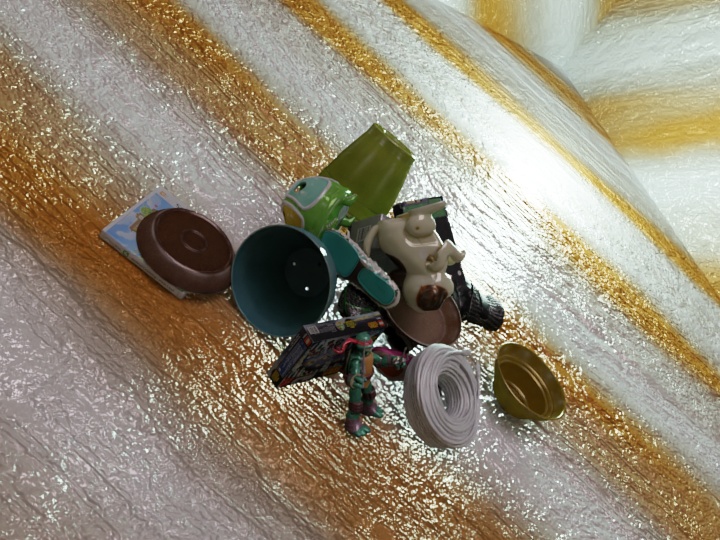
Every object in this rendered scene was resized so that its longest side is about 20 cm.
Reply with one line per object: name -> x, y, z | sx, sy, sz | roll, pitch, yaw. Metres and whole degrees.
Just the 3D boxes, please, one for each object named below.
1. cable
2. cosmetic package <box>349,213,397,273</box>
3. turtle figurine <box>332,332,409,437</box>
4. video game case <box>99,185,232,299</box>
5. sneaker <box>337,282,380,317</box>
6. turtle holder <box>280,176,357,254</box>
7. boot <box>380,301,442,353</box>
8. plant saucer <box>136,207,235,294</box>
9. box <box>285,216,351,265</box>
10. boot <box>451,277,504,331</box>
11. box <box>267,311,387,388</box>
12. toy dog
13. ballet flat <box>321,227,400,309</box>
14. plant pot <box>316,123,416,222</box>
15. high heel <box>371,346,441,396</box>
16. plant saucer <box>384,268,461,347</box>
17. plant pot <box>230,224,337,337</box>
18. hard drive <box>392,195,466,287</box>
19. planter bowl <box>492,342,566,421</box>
cable -> 0.160, 0.244, 1.460 | 0.198, 0.069, 0.204 | 21, 60, -42
cosmetic package -> 0.080, -0.046, 1.643 | 0.198, 0.106, 0.092 | 24, 66, -34
turtle figurine -> 0.013, 0.183, 1.324 | 0.100, 0.203, 0.148 | 26, 33, 37
video game case -> -0.352, -0.057, 1.385 | 0.181, 0.022, 0.201 | 38, 34, -4
sneaker -> -0.007, 0.072, 1.494 | 0.077, 0.086, 0.200 | 27, 16, -5
turtle holder -> -0.100, -0.105, 1.533 | 0.130, 0.187, 0.141 | 30, -4, 10
boot -> 0.118, 0.128, 1.614 | 0.199, 0.070, 0.147 | 37, 40, -4
plant saucer -> -0.308, -0.045, 1.367 | 0.198, 0.035, 0.202 | 28, 35, -21
box -> -0.075, -0.083, 1.667 | 0.159, 0.050, 0.200 | 38, 34, -1
boot -> 0.259, 0.045, 1.821 | 0.155, 0.080, 0.214 | 12, 54, -26
box -> -0.057, 0.142, 1.351 | 0.198, 0.137, 0.040 | -8, 55, -48
toy dog -> 0.118, -0.018, 1.476 | 0.191, 0.139, 0.203 | -19, 92, -22
ballet flat -> 0.000, 0.000, 1.454 | 0.200, 0.072, 0.072 | 45, 34, 11
plant pot -> 0.025, -0.228, 1.747 | 0.199, 0.194, 0.201 | 36, 15, -11
high heel -> 0.095, 0.180, 1.520 | 0.199, 0.067, 0.097 | 38, 40, -32
plant saucer -> 0.122, 0.085, 1.574 | 0.198, 0.037, 0.203 | 20, 44, -20
plant pot -> -0.124, 0.011, 1.400 | 0.200, 0.200, 0.135 | 45, 19, 8
hard drive -> 0.148, -0.053, 1.607 | 0.138, 0.038, 0.204 | -13, 87, -43
planter bowl -> 0.356, 0.266, 1.668 | 0.198, 0.084, 0.202 | 26, 36, -20
